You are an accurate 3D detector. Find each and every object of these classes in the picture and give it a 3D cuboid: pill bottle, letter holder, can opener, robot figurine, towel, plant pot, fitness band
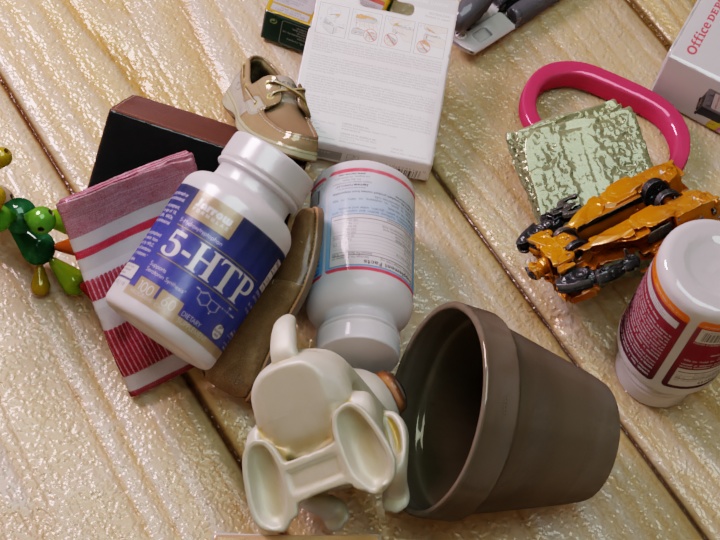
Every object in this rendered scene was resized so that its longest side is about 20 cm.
[{"bbox_3d":[0.316,0.049,1.603,0.112,0.201,0.114,5,57,-8],"label":"pill bottle"},{"bbox_3d":[0.000,0.000,1.627,0.108,0.109,0.202,7,58,-7],"label":"pill bottle"},{"bbox_3d":[-0.161,-0.097,1.666,0.198,0.101,0.142,18,14,-2],"label":"letter holder"},{"bbox_3d":[0.177,-0.314,1.885,0.199,0.067,0.053,-35,71,-27],"label":"can opener"},{"bbox_3d":[0.257,-0.034,1.653,0.199,0.059,0.145,-27,34,-7],"label":"robot figurine"},{"bbox_3d":[-0.192,0.002,1.571,0.143,0.023,0.202,-25,104,-24],"label":"towel"},{"bbox_3d":[0.141,0.143,1.532,0.172,0.200,0.202,13,55,-22],"label":"plant pot"},{"bbox_3d":[0.270,-0.157,1.826,0.199,0.038,0.144,25,54,4],"label":"fitness band"},{"bbox_3d":[-0.134,-0.022,1.519,0.119,0.120,0.201,31,80,9],"label":"pill bottle"},{"bbox_3d":[0.248,-0.078,1.740,0.147,0.037,0.202,-16,73,-9],"label":"towel"}]

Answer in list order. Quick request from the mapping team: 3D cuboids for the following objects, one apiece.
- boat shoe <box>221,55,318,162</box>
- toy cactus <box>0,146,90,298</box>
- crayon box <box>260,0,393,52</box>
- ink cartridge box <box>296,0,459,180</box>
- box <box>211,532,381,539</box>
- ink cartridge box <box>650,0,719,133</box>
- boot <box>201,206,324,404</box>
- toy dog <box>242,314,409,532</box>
[{"bbox_3d":[-0.090,-0.169,1.684,0.073,0.067,0.200,13,18,-31],"label":"boat shoe"},{"bbox_3d":[-0.341,-0.046,1.584,0.164,0.200,0.103,17,70,51],"label":"toy cactus"},{"bbox_3d":[-0.021,-0.328,1.864,0.125,0.052,0.201,20,57,2],"label":"crayon box"},{"bbox_3d":[0.014,-0.210,1.774,0.159,0.050,0.202,11,69,-3],"label":"ink cartridge box"},{"bbox_3d":[-0.055,0.338,1.405,0.151,0.107,0.202,1,58,-10],"label":"box"},{"bbox_3d":[0.452,-0.222,1.870,0.199,0.086,0.148,29,58,9],"label":"ink cartridge box"},{"bbox_3d":[-0.092,0.024,1.577,0.075,0.074,0.202,23,82,-8],"label":"boot"},{"bbox_3d":[-0.030,0.143,1.492,0.139,0.200,0.195,-32,78,13],"label":"toy dog"}]
